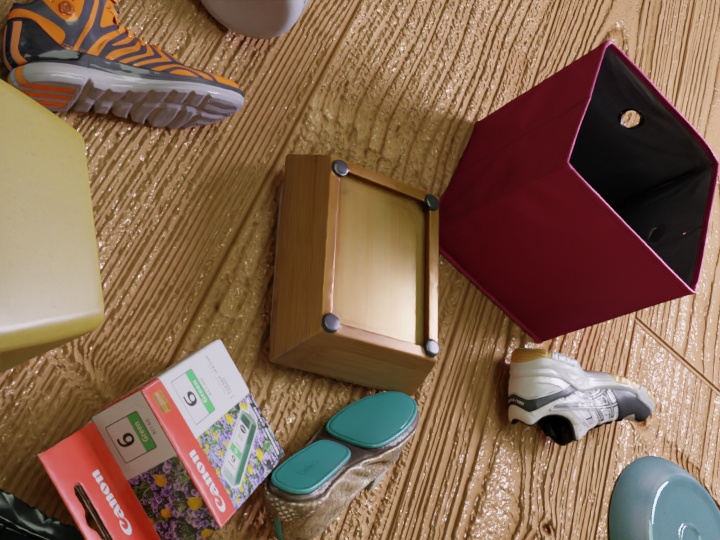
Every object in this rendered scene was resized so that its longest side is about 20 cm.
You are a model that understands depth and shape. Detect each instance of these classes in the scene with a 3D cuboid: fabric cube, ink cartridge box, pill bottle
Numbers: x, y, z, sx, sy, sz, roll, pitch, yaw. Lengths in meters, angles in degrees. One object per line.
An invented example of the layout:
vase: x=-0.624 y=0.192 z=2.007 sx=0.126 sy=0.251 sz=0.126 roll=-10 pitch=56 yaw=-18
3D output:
fabric cube: x=0.225 y=-0.076 z=0.975 sx=0.196 sy=0.199 sz=0.200 roll=40 pitch=52 yaw=-19
ink cartridge box: x=-0.127 y=0.128 z=0.646 sx=0.109 sy=0.050 sz=0.200 roll=61 pitch=17 yaw=-2
pill bottle: x=-0.073 y=-0.322 z=0.894 sx=0.109 sy=0.109 sz=0.200 roll=40 pitch=52 yaw=-19

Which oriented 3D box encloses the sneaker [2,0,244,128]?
sneaker: x=-0.190 y=-0.186 z=0.766 sx=0.200 sy=0.078 sz=0.112 roll=4 pitch=71 yaw=-38

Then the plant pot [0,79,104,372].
plant pot: x=-0.274 y=-0.015 z=0.565 sx=0.176 sy=0.200 sz=0.200 roll=7 pitch=68 yaw=-50

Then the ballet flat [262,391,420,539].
ballet flat: x=-0.016 y=0.164 z=0.776 sx=0.200 sy=0.070 sz=0.065 roll=-23 pitch=127 yaw=-52

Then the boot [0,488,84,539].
boot: x=-0.227 y=0.231 z=0.570 sx=0.198 sy=0.073 sz=0.163 roll=33 pitch=52 yaw=-15

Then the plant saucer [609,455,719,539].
plant saucer: x=0.356 y=0.305 z=1.035 sx=0.200 sy=0.036 sz=0.200 roll=16 pitch=63 yaw=-33

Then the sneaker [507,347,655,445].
sneaker: x=0.229 y=0.145 z=0.986 sx=0.200 sy=0.076 sz=0.088 roll=19 pitch=77 yaw=-29

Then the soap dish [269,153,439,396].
soap dish: x=0.000 y=0.000 z=0.841 sx=0.157 sy=0.081 sz=0.200 roll=18 pitch=63 yaw=-33
